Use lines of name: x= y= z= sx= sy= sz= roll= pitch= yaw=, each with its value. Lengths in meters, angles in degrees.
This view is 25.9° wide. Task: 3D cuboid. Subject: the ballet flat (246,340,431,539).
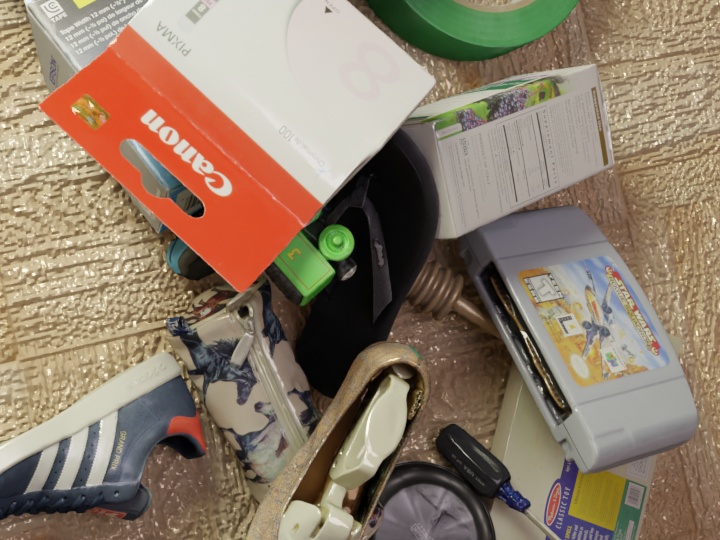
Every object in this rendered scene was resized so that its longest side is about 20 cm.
ballet flat: x=-0.015 y=0.133 z=0.973 sx=0.068 sy=0.067 sz=0.202 roll=28 pitch=80 yaw=-18

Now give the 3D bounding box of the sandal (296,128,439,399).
sandal: x=0.000 y=0.001 z=1.036 sx=0.043 sy=0.076 sz=0.202 roll=-21 pitch=132 yaw=-50

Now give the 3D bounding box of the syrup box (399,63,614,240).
syrup box: x=0.090 y=-0.085 z=1.098 sx=0.199 sy=0.078 sz=0.083 roll=-25 pitch=107 yaw=-45

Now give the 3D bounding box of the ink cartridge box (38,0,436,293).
ink cartridge box: x=-0.065 y=-0.106 z=0.925 sx=0.162 sy=0.057 sz=0.200 roll=42 pitch=43 yaw=-1

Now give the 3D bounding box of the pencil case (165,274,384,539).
pencil case: x=-0.055 y=0.103 z=1.039 sx=0.077 sy=0.089 sz=0.202 roll=-28 pitch=97 yaw=-10

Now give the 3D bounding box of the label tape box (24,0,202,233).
label tape box: x=-0.130 y=-0.145 z=1.038 sx=0.143 sy=0.066 sz=0.201 roll=-32 pitch=74 yaw=-25

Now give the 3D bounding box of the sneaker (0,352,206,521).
sneaker: x=-0.182 y=0.132 z=0.981 sx=0.199 sy=0.075 sz=0.085 roll=-30 pitch=93 yaw=-26

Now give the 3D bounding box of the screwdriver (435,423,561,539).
screwdriver: x=0.131 y=0.177 z=1.101 sx=0.199 sy=0.028 sz=0.029 roll=38 pitch=95 yaw=19

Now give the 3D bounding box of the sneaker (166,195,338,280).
sneaker: x=-0.039 y=-0.038 z=1.073 sx=0.199 sy=0.073 sz=0.083 roll=-31 pitch=106 yaw=-22

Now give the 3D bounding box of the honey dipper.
honey dipper: x=0.109 y=0.050 z=1.136 sx=0.199 sy=0.038 sz=0.038 roll=33 pitch=71 yaw=-9

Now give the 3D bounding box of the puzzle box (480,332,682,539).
puzzle box: x=0.163 y=0.126 z=1.177 sx=0.132 sy=0.025 sz=0.202 roll=22 pitch=75 yaw=-22

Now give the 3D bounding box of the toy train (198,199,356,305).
toy train: x=-0.081 y=-0.063 z=0.955 sx=0.056 sy=0.042 sz=0.200 roll=-41 pitch=85 yaw=-15

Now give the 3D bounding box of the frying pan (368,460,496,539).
frying pan: x=0.009 y=0.198 z=1.089 sx=0.188 sy=0.031 sz=0.116 roll=-14 pitch=76 yaw=-18

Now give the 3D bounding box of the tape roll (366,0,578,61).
tape roll: x=0.081 y=-0.260 z=1.171 sx=0.198 sy=0.048 sz=0.203 roll=3 pitch=83 yaw=-26

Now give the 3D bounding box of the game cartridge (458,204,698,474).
game cartridge: x=0.160 y=0.043 z=1.129 sx=0.132 sy=0.042 sz=0.202 roll=-11 pitch=65 yaw=-37
